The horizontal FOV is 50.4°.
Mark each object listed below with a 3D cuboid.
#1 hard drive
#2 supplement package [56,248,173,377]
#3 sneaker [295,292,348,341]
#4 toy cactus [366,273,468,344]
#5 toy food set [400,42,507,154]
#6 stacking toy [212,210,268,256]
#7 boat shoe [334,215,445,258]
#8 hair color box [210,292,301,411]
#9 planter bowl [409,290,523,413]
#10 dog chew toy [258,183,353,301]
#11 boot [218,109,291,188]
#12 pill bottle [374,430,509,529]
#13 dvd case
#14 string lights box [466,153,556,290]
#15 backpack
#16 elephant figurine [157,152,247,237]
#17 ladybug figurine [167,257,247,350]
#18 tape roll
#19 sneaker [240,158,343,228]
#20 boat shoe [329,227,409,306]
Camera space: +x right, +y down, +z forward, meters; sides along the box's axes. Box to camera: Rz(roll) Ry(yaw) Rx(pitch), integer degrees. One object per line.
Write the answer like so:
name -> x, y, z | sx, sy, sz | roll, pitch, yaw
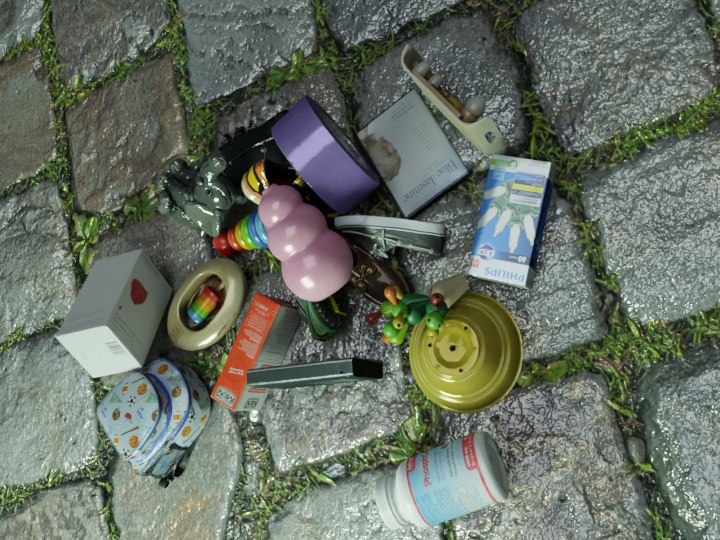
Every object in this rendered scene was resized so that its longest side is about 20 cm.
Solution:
hard drive -> -0.076, 0.177, 1.306 | 0.196, 0.139, 0.034 | -9, 78, 21
supplement package -> -0.459, 0.079, 1.450 | 0.118, 0.122, 0.202 | -13, 41, 20
sneaker -> -0.096, 0.036, 1.375 | 0.085, 0.077, 0.202 | -50, 51, 38
toy cactus -> 0.096, 0.050, 1.227 | 0.163, 0.200, 0.104 | -29, 92, -20
toy food set -> 0.160, -0.289, 1.286 | 0.060, 0.143, 0.201 | -44, 67, 10
stacking toy -> -0.198, -0.070, 1.431 | 0.197, 0.085, 0.087 | -18, 73, 36
boat shoe -> 0.048, -0.056, 1.328 | 0.195, 0.074, 0.070 | 7, 91, 4
hair color box -> -0.184, 0.148, 1.379 | 0.060, 0.101, 0.203 | 23, 90, 24
planter bowl -> 0.159, 0.129, 1.245 | 0.196, 0.083, 0.205 | -4, 80, 23
dog chew toy -> -0.098, -0.052, 1.269 | 0.123, 0.125, 0.202 | -31, 97, 15
boot -> -0.184, -0.195, 1.457 | 0.160, 0.073, 0.202 | -22, 74, 21
pill bottle -> 0.126, 0.337, 1.209 | 0.197, 0.108, 0.111 | -25, 72, 17
dvd case -> 0.090, -0.208, 1.370 | 0.142, 0.018, 0.202 | -35, 70, 13
string lights box -> 0.248, -0.079, 1.257 | 0.101, 0.059, 0.204 | 11, 85, 23
backpack -> -0.379, 0.262, 1.424 | 0.191, 0.154, 0.200 | -46, 64, -2
elephant figurine -> -0.276, -0.134, 1.409 | 0.197, 0.154, 0.145 | 10, 89, 40
ladybug figurine -> -0.285, 0.068, 1.452 | 0.200, 0.072, 0.136 | -47, 67, 9
tape roll -> -0.059, -0.200, 1.333 | 0.085, 0.200, 0.201 | -39, 68, 11
sneaker -> -0.105, -0.132, 1.327 | 0.090, 0.197, 0.071 | -34, 41, 53
boat shoe -> 0.000, 0.000, 1.342 | 0.199, 0.070, 0.071 | 40, 108, 23
